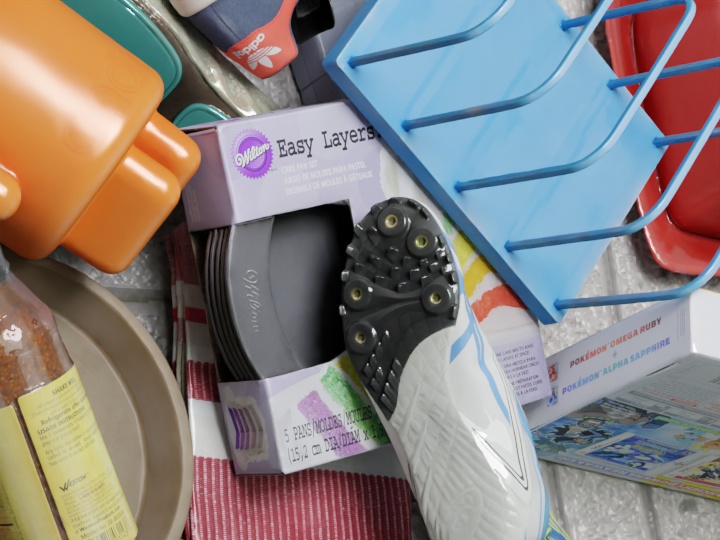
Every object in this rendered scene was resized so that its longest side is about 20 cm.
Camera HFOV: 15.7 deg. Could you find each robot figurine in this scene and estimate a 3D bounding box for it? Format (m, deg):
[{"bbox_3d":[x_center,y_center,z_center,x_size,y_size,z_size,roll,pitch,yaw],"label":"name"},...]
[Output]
[{"bbox_3d":[-0.178,-0.085,1.288,0.200,0.117,0.144,36,68,-8],"label":"robot figurine"}]

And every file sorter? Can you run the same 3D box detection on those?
[{"bbox_3d":[0.110,-0.093,1.360,0.200,0.123,0.139,48,58,-24],"label":"file sorter"}]

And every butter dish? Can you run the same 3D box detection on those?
[{"bbox_3d":[0.266,-0.106,1.582,0.200,0.148,0.200,2,71,-33],"label":"butter dish"}]

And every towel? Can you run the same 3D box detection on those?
[{"bbox_3d":[-0.036,0.079,1.387,0.144,0.023,0.200,9,69,-34],"label":"towel"}]

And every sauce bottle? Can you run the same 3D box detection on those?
[{"bbox_3d":[-0.160,0.059,1.219,0.066,0.066,0.200,-26,104,-38],"label":"sauce bottle"}]

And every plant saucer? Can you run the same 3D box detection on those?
[{"bbox_3d":[-0.175,0.086,1.285,0.200,0.029,0.200,13,66,-29],"label":"plant saucer"}]

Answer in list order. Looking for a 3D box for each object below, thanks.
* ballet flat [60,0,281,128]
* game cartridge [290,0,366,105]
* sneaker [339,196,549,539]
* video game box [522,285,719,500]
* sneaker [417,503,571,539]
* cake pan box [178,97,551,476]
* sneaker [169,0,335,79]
[{"bbox_3d":[-0.097,-0.100,1.399,0.200,0.067,0.062,45,29,-17],"label":"ballet flat"},{"bbox_3d":[0.043,-0.077,1.492,0.133,0.040,0.200,-31,91,-34],"label":"game cartridge"},{"bbox_3d":[0.043,0.059,1.340,0.072,0.072,0.200,-23,96,-71],"label":"sneaker"},{"bbox_3d":[0.205,0.075,1.450,0.200,0.182,0.047,15,61,-29],"label":"video game box"},{"bbox_3d":[0.108,0.163,1.398,0.076,0.105,0.200,-28,89,-38],"label":"sneaker"},{"bbox_3d":[0.000,0.000,1.375,0.200,0.052,0.184,-12,92,-37],"label":"cake pan box"},{"bbox_3d":[-0.043,-0.173,1.433,0.085,0.075,0.200,49,37,-18],"label":"sneaker"}]
